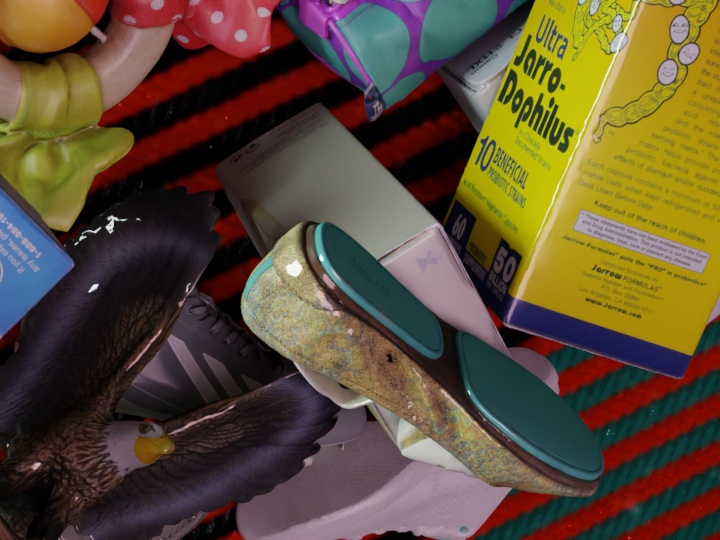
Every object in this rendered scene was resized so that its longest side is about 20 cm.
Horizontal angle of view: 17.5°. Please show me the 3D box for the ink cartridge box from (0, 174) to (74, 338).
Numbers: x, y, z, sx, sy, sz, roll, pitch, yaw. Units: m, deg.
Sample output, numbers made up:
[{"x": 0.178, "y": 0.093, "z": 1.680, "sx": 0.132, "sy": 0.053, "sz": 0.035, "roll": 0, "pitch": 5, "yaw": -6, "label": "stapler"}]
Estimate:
[{"x": -0.248, "y": 0.010, "z": 1.017, "sx": 0.200, "sy": 0.085, "sz": 0.145, "roll": -44, "pitch": 117, "yaw": -2, "label": "ink cartridge box"}]

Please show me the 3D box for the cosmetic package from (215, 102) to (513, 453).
[{"x": 0.000, "y": 0.000, "z": 1.178, "sx": 0.071, "sy": 0.200, "sz": 0.106, "roll": -31, "pitch": 115, "yaw": -5, "label": "cosmetic package"}]

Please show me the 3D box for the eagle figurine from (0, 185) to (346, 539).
[{"x": -0.121, "y": 0.077, "z": 1.156, "sx": 0.200, "sy": 0.150, "sz": 0.153, "roll": -43, "pitch": 144, "yaw": -35, "label": "eagle figurine"}]

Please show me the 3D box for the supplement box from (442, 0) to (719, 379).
[{"x": 0.134, "y": -0.068, "z": 1.156, "sx": 0.109, "sy": 0.109, "sz": 0.201, "roll": 17, "pitch": 103, "yaw": -23, "label": "supplement box"}]

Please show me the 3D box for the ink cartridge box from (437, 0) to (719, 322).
[{"x": 0.153, "y": -0.076, "z": 1.266, "sx": 0.145, "sy": 0.083, "sz": 0.201, "roll": -37, "pitch": 116, "yaw": -2, "label": "ink cartridge box"}]

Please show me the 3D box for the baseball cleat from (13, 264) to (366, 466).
[{"x": -0.081, "y": 0.039, "z": 1.238, "sx": 0.198, "sy": 0.070, "sz": 0.107, "roll": 9, "pitch": 106, "yaw": -22, "label": "baseball cleat"}]

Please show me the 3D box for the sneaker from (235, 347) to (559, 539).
[{"x": 0.029, "y": 0.124, "z": 1.310, "sx": 0.199, "sy": 0.075, "sz": 0.089, "roll": -24, "pitch": 127, "yaw": -10, "label": "sneaker"}]

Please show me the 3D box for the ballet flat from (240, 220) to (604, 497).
[{"x": 0.025, "y": 0.051, "z": 1.064, "sx": 0.200, "sy": 0.071, "sz": 0.071, "roll": 38, "pitch": 95, "yaw": -27, "label": "ballet flat"}]

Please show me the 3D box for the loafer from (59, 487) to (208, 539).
[{"x": -0.168, "y": 0.152, "z": 1.229, "sx": 0.199, "sy": 0.070, "sz": 0.070, "roll": -27, "pitch": 105, "yaw": 6, "label": "loafer"}]

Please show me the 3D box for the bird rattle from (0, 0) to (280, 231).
[{"x": -0.130, "y": -0.125, "z": 1.126, "sx": 0.200, "sy": 0.113, "sz": 0.163, "roll": -44, "pitch": 131, "yaw": 4, "label": "bird rattle"}]

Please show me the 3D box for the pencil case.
[{"x": 0.057, "y": -0.169, "z": 1.197, "sx": 0.200, "sy": 0.092, "sz": 0.085, "roll": -39, "pitch": 73, "yaw": -3, "label": "pencil case"}]
